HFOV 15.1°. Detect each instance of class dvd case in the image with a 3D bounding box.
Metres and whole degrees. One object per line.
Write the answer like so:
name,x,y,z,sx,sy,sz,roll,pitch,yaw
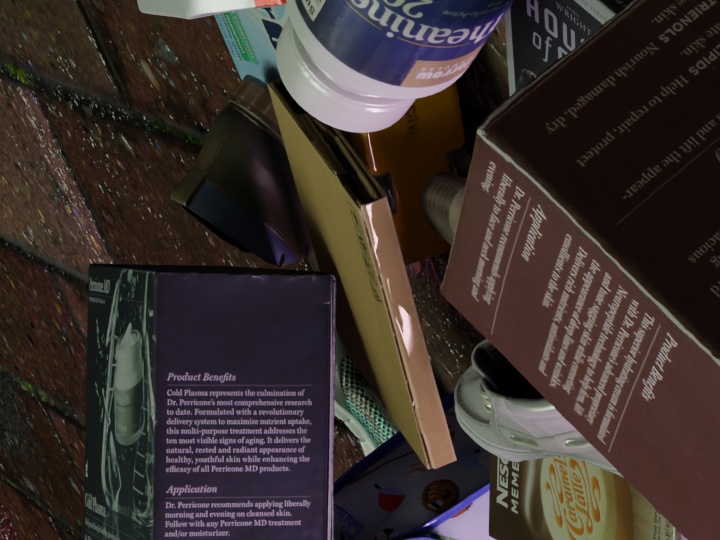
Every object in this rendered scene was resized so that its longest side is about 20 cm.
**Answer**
dvd case,0.133,-0.084,1.466,0.150,0.025,0.201,45,158,34

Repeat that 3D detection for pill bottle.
pill bottle,0.027,-0.159,1.405,0.111,0.111,0.200,53,144,14

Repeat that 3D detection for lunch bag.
lunch bag,0.057,0.201,1.824,0.124,0.199,0.171,33,148,51

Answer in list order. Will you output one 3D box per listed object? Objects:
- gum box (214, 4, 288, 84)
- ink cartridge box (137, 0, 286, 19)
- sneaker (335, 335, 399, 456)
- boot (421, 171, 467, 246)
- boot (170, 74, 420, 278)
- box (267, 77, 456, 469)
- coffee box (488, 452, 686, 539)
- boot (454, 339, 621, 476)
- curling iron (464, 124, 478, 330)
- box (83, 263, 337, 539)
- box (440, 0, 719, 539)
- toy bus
gum box,-0.042,-0.176,1.730,0.200,0.044,0.171,24,141,58
ink cartridge box,-0.090,-0.226,1.566,0.200,0.050,0.162,18,122,64
sneaker,0.035,0.106,1.962,0.091,0.078,0.201,6,131,47
boot,0.117,0.014,1.556,0.146,0.070,0.200,33,176,35
boot,-0.044,-0.033,1.813,0.200,0.097,0.075,46,168,-33
box,0.000,0.000,1.638,0.164,0.021,0.201,-125,16,-53
coffee box,0.158,0.128,1.590,0.200,0.079,0.115,22,115,59
boot,0.096,0.062,1.522,0.095,0.074,0.199,36,164,-30
curling iron,0.072,-0.019,1.710,0.050,0.025,0.201,59,164,32
box,-0.099,0.096,1.732,0.200,0.123,0.198,-178,90,-72
box,0.166,-0.007,1.252,0.200,0.164,0.166,45,157,16
toy bus,0.021,-0.099,1.606,0.078,0.065,0.201,-123,19,-54
